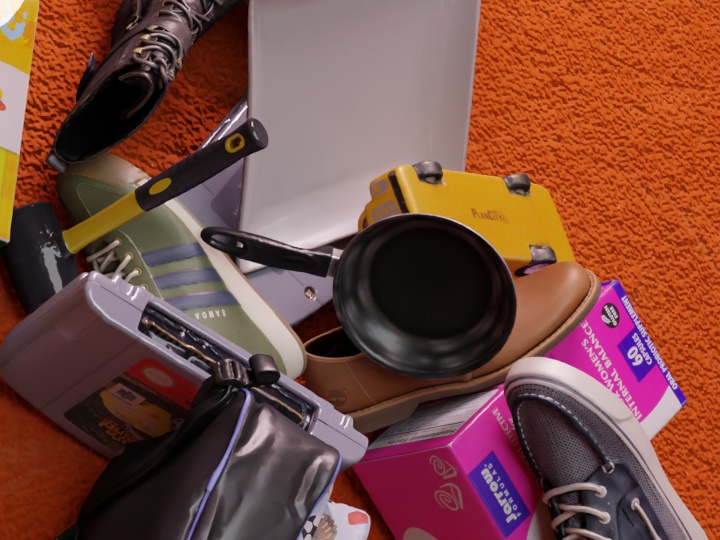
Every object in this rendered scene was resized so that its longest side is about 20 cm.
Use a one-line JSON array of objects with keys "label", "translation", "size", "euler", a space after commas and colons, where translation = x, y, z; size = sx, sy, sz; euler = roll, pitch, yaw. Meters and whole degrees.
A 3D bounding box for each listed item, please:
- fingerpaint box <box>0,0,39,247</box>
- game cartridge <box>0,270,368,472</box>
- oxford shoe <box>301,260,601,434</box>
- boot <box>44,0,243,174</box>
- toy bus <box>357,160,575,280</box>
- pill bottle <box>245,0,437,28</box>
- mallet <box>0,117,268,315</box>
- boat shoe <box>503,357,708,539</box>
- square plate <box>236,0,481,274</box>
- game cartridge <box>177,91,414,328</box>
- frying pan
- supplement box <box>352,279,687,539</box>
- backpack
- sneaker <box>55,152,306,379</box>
[{"label": "fingerpaint box", "translation": [-0.301, -0.107, 1.593], "size": [0.200, 0.073, 0.167], "euler": [17, 63, -29]}, {"label": "game cartridge", "translation": [-0.111, 0.080, 1.607], "size": [0.200, 0.133, 0.041], "euler": [32, 56, -19]}, {"label": "oxford shoe", "translation": [0.057, 0.036, 1.713], "size": [0.200, 0.071, 0.071], "euler": [-24, 118, -2]}, {"label": "boot", "translation": [-0.107, -0.154, 1.653], "size": [0.069, 0.200, 0.174], "euler": [38, 30, -11]}, {"label": "toy bus", "translation": [0.066, -0.022, 1.764], "size": [0.200, 0.078, 0.065], "euler": [4, 63, -55]}, {"label": "pill bottle", "translation": [-0.043, -0.227, 1.781], "size": [0.200, 0.120, 0.120], "euler": [31, 56, -14]}, {"label": "mallet", "translation": [-0.139, -0.048, 1.609], "size": [0.041, 0.200, 0.066], "euler": [-5, 63, -60]}, {"label": "boat shoe", "translation": [0.144, 0.151, 1.662], "size": [0.200, 0.075, 0.093], "euler": [50, 47, -23]}, {"label": "square plate", "translation": [-0.005, -0.114, 1.721], "size": [0.200, 0.028, 0.198], "euler": [-20, 127, -38]}, {"label": "game cartridge", "translation": [-0.045, -0.050, 1.770], "size": [0.133, 0.040, 0.200], "euler": [44, 53, -7]}, {"label": "frying pan", "translation": [0.004, 0.015, 1.666], "size": [0.031, 0.190, 0.115], "euler": [-65, 149, -60]}, {"label": "supplement box", "translation": [0.105, 0.105, 1.758], "size": [0.200, 0.103, 0.101], "euler": [-41, 107, -37]}, {"label": "backpack", "translation": [-0.099, 0.172, 1.543], "size": [0.154, 0.190, 0.200], "euler": [42, 58, -20]}, {"label": "sneaker", "translation": [-0.124, 0.021, 1.664], "size": [0.200, 0.067, 0.090], "euler": [46, 50, -12]}]
